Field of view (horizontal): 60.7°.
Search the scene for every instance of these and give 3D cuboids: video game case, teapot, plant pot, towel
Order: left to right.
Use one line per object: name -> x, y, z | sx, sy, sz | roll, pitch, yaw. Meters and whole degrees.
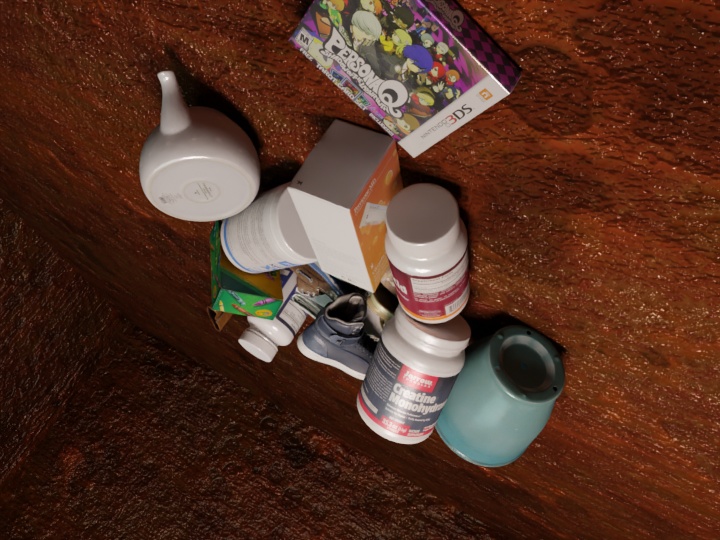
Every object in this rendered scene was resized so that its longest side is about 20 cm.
teapot -> -0.248, -0.181, 0.962 | 0.194, 0.149, 0.200 | 11, 146, -33
towel -> -0.034, 0.098, 1.263 | 0.148, 0.031, 0.199 | 33, -173, 34
video game case -> 0.037, -0.221, 0.633 | 0.199, 0.036, 0.181 | 40, 155, -15
plant pot -> 0.235, 0.193, 1.019 | 0.198, 0.201, 0.189 | 30, 142, 6

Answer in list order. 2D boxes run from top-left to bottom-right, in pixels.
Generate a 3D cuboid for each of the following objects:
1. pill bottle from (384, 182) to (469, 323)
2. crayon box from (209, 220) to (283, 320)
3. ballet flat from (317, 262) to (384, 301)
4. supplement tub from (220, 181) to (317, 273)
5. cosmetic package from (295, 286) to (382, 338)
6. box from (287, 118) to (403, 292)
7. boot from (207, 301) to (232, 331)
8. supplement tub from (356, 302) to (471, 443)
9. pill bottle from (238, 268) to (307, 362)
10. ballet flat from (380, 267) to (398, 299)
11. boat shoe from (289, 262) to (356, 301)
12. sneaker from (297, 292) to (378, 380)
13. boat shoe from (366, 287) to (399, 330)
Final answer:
pill bottle -> 0.094, -0.020, 0.856 | 0.113, 0.115, 0.201 | 22, 155, 23
crayon box -> -0.216, -0.008, 1.151 | 0.117, 0.202, 0.059 | 13, 130, -27
ballet flat -> 0.000, 0.000, 1.104 | 0.200, 0.073, 0.072 | 42, 156, -20
supplement tub -> -0.137, -0.069, 1.025 | 0.132, 0.133, 0.198 | 44, 151, -26
cosmetic package -> -0.023, 0.061, 1.205 | 0.198, 0.051, 0.082 | 29, -166, 11
box -> -0.007, -0.084, 0.851 | 0.096, 0.125, 0.201 | 22, 155, 23
boot -> -0.243, 0.049, 1.327 | 0.068, 0.202, 0.189 | 28, 157, 7
supplement tub -> 0.085, 0.160, 0.990 | 0.139, 0.140, 0.203 | 26, 115, 14
pill bottle -> -0.171, 0.087, 1.307 | 0.110, 0.202, 0.112 | 27, 157, 13
ballet flat -> 0.110, 0.050, 1.043 | 0.199, 0.069, 0.067 | 40, 145, -19
boat shoe -> -0.083, 0.012, 1.144 | 0.200, 0.073, 0.072 | 47, -165, 17
sneaker -> 0.005, 0.120, 1.097 | 0.199, 0.078, 0.147 | 19, 132, -21
boat shoe -> 0.071, 0.093, 1.090 | 0.199, 0.066, 0.075 | 32, -153, -42
